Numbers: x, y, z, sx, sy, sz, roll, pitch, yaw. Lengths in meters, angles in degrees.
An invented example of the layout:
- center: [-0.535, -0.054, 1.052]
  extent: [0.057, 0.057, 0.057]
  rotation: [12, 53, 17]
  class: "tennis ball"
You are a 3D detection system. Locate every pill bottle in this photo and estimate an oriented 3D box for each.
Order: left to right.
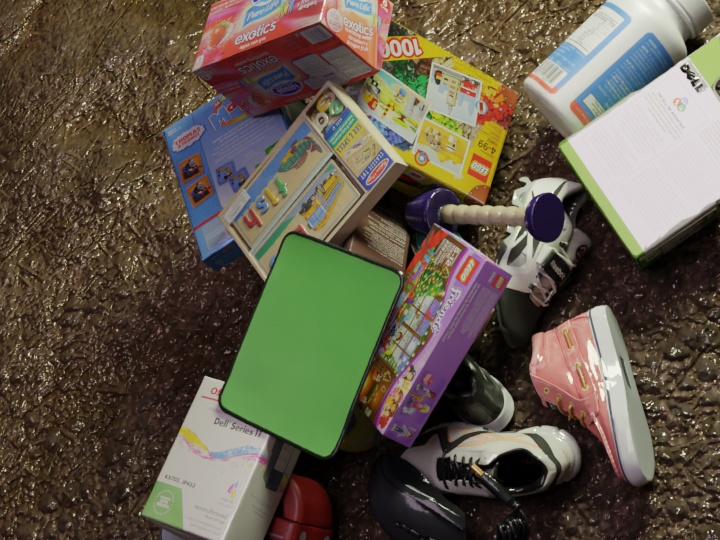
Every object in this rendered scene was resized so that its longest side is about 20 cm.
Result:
- center: [0.285, -0.233, 1.458]
  extent: [0.200, 0.112, 0.112]
  rotation: [-42, 51, 4]
  class: "pill bottle"

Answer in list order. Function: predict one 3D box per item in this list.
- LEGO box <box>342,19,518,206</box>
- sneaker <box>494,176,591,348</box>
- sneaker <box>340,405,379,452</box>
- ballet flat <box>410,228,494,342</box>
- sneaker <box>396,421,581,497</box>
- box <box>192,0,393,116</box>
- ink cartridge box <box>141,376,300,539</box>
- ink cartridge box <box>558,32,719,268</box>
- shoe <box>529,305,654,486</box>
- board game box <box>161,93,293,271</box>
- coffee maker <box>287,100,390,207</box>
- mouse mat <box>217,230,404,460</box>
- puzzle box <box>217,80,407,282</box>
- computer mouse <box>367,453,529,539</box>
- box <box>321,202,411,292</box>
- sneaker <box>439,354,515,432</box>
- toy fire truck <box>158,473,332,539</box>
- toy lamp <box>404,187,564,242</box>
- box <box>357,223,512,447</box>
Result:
- center: [0.061, -0.172, 1.500]
  extent: [0.077, 0.199, 0.150]
  rotation: [-22, 46, 63]
  class: "LEGO box"
- center: [0.197, -0.013, 1.414]
  extent: [0.088, 0.074, 0.202]
  rotation: [-1, 64, 31]
  class: "sneaker"
- center: [-0.045, 0.106, 1.467]
  extent: [0.104, 0.076, 0.201]
  rotation: [-2, 54, -21]
  class: "sneaker"
- center: [0.092, 0.014, 1.460]
  extent: [0.067, 0.068, 0.200]
  rotation: [4, 30, -13]
  class: "ballet flat"
- center: [0.117, 0.192, 1.336]
  extent: [0.199, 0.080, 0.074]
  rotation: [-10, 93, 28]
  class: "sneaker"
- center: [-0.074, -0.252, 1.446]
  extent: [0.199, 0.102, 0.095]
  rotation: [-13, 55, 41]
  class: "box"
- center: [-0.129, 0.185, 1.380]
  extent: [0.116, 0.067, 0.201]
  rotation: [10, 67, 34]
  class: "ink cartridge box"
- center: [0.327, -0.119, 1.364]
  extent: [0.199, 0.076, 0.148]
  rotation: [-35, 74, 9]
  class: "ink cartridge box"
- center: [0.227, 0.133, 1.323]
  extent: [0.090, 0.071, 0.201]
  rotation: [-23, 50, 20]
  class: "shoe"
- center: [-0.138, -0.119, 1.526]
  extent: [0.151, 0.037, 0.201]
  rotation: [-30, 56, 13]
  class: "board game box"
- center: [-0.058, -0.135, 1.595]
  extent: [0.192, 0.135, 0.200]
  rotation: [-50, 52, -3]
  class: "coffee maker"
- center: [-0.052, 0.072, 1.329]
  extent: [0.160, 0.008, 0.201]
  rotation: [21, 89, 34]
  class: "mouse mat"
- center: [-0.054, -0.082, 1.403]
  extent: [0.200, 0.025, 0.133]
  rotation: [-49, 60, 18]
  class: "puzzle box"
- center: [0.076, 0.236, 1.309]
  extent: [0.200, 0.046, 0.141]
  rotation: [42, 128, 31]
  class: "computer mouse"
- center: [0.000, 0.000, 1.443]
  extent: [0.101, 0.075, 0.200]
  rotation: [-57, 6, 21]
  class: "box"
- center: [0.077, 0.094, 1.417]
  extent: [0.067, 0.090, 0.200]
  rotation: [-49, 51, -3]
  class: "sneaker"
- center: [-0.100, 0.230, 1.446]
  extent: [0.175, 0.128, 0.202]
  rotation: [10, 80, 34]
  class: "toy fire truck"
- center: [0.125, -0.060, 1.417]
  extent: [0.199, 0.058, 0.059]
  rotation: [2, 65, 49]
  class: "toy lamp"
- center: [0.062, 0.062, 1.351]
  extent: [0.201, 0.039, 0.137]
  rotation: [-60, 26, 5]
  class: "box"
